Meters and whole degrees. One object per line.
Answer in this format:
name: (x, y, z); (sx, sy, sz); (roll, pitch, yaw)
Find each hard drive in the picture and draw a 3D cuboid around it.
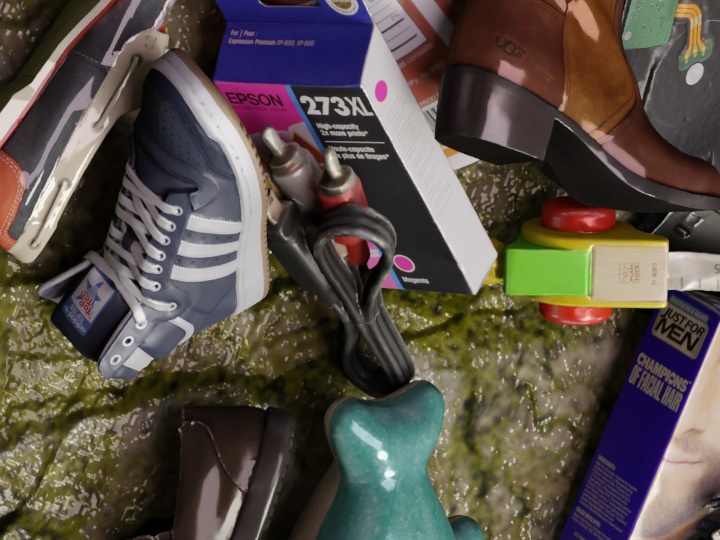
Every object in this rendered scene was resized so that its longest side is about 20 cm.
hard drive: (0.179, -0.142, 1.550); (0.139, 0.038, 0.201); (-11, 127, -36)

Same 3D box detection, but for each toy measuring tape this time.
toy measuring tape: (0.158, -0.006, 1.571); (0.199, 0.074, 0.074); (1, 102, 0)

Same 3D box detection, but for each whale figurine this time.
whale figurine: (0.016, 0.163, 1.511); (0.158, 0.104, 0.201); (-9, 115, -39)

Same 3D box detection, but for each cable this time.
cable: (0.000, 0.000, 1.468); (0.200, 0.097, 0.051); (53, 53, -47)

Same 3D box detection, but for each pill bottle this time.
pill bottle: (0.008, -0.154, 1.445); (0.112, 0.112, 0.200); (-47, 120, -13)

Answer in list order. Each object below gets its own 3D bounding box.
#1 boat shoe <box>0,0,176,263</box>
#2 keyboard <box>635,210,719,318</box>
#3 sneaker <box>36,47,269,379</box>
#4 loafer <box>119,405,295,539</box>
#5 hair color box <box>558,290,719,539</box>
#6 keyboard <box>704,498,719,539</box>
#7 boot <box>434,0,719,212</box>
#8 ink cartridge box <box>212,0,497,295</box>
boat shoe: (-0.129, -0.097, 1.398); (0.062, 0.071, 0.200); (39, 87, -16)
keyboard: (0.235, 0.007, 1.670); (0.200, 0.040, 0.104); (33, 107, -33)
sneaker: (-0.106, -0.019, 1.393); (0.108, 0.070, 0.200); (-32, 151, -16)
loafer: (-0.095, 0.159, 1.491); (0.071, 0.073, 0.201); (19, 92, -2)
hair color box: (0.193, 0.118, 1.632); (0.109, 0.065, 0.201); (16, 99, -32)
keyboard: (0.235, 0.163, 1.601); (0.199, 0.040, 0.104); (-31, 125, -16)
boot: (0.128, -0.138, 1.439); (0.187, 0.068, 0.201); (18, 80, -27)
ink cartridge box: (-0.009, -0.068, 1.441); (0.037, 0.094, 0.201); (-58, 136, -33)
